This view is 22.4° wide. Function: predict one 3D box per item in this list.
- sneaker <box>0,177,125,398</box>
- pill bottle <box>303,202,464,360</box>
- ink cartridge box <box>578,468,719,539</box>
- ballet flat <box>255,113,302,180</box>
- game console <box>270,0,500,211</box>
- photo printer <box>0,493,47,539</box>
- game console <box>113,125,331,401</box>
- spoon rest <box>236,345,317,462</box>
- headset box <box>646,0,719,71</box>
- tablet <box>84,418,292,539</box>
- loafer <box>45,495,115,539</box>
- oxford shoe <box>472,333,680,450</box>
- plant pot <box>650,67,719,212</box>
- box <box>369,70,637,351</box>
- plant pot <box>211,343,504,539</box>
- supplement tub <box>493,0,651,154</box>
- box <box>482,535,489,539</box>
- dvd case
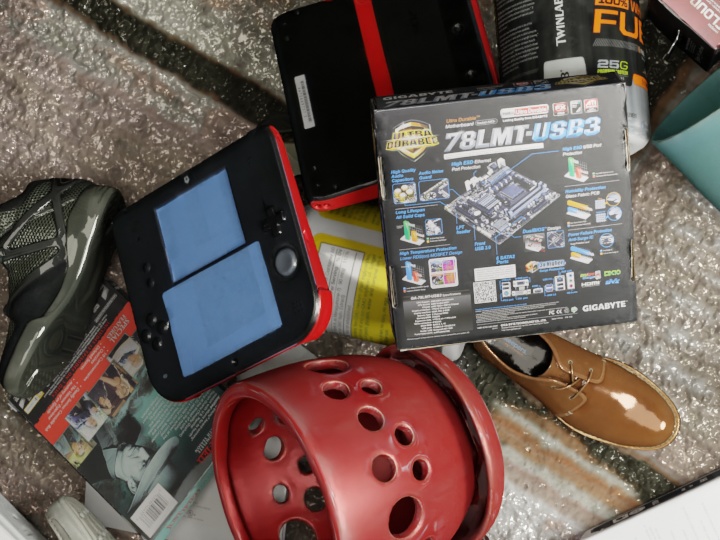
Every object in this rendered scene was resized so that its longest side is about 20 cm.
[{"bbox_3d":[-0.291,0.009,1.594,0.114,0.076,0.201,15,81,20],"label":"sneaker"},{"bbox_3d":[0.000,0.000,1.542,0.199,0.114,0.115,14,92,8],"label":"pill bottle"},{"bbox_3d":[0.272,0.295,1.537,0.199,0.043,0.199,-25,86,5],"label":"ink cartridge box"},{"bbox_3d":[-0.015,-0.092,1.534,0.199,0.068,0.068,5,117,33],"label":"ballet flat"},{"bbox_3d":[0.025,-0.153,1.500,0.176,0.031,0.201,-17,59,7],"label":"game console"},{"bbox_3d":[-0.389,0.276,1.619,0.166,0.069,0.200,44,95,6],"label":"photo printer"},{"bbox_3d":[-0.117,-0.001,1.489,0.199,0.031,0.178,-27,76,35],"label":"game console"},{"bbox_3d":[-0.088,0.080,1.586,0.099,0.061,0.200,-35,97,22],"label":"spoon rest"},{"bbox_3d":[0.314,-0.252,1.480,0.077,0.149,0.200,43,95,7],"label":"headset box"},{"bbox_3d":[-0.152,0.173,1.586,0.199,0.014,0.131,7,94,23],"label":"tablet"},{"bbox_3d":[-0.225,0.292,1.593,0.070,0.070,0.201,-31,89,3],"label":"loafer"},{"bbox_3d":[0.179,0.096,1.539,0.199,0.071,0.072,28,92,6],"label":"oxford shoe"},{"bbox_3d":[0.362,-0.104,1.455,0.200,0.201,0.161,-39,95,6],"label":"plant pot"},{"bbox_3d":[0.114,-0.047,1.427,0.199,0.050,0.200,-7,108,-1],"label":"box"},{"bbox_3d":[0.001,0.158,1.467,0.182,0.200,0.201,-20,86,-31],"label":"plant pot"},{"bbox_3d":[0.173,-0.194,1.506,0.122,0.123,0.201,-6,81,8],"label":"supplement tub"},{"bbox_3d":[0.042,0.340,1.509,0.199,0.166,0.165,-24,88,7],"label":"box"},{"bbox_3d":[-0.202,0.121,1.588,0.200,0.022,0.146,40,95,25],"label":"dvd case"}]
